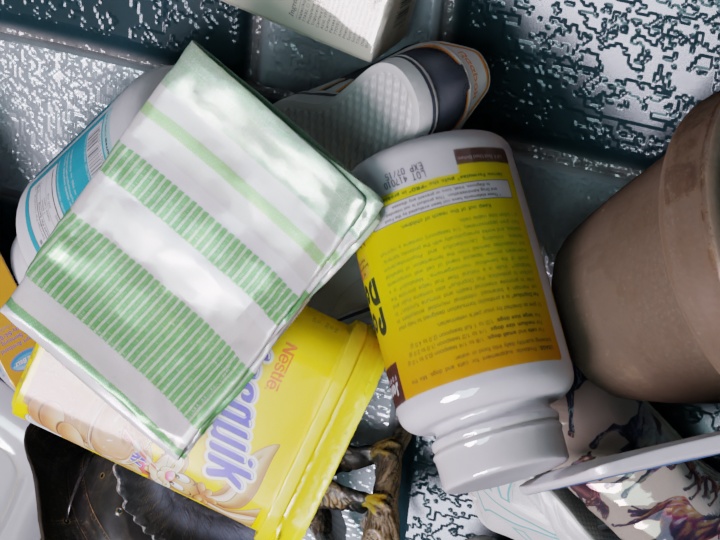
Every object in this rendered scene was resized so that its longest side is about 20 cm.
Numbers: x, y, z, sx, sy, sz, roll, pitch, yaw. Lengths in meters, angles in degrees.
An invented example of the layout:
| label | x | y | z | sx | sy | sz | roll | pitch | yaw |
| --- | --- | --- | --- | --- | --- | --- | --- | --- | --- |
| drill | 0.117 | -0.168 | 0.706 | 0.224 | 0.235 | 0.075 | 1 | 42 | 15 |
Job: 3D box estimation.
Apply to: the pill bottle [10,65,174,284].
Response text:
| label | x | y | z | sx | sy | sz | roll | pitch | yaw |
| --- | --- | --- | --- | --- | --- | --- | --- | --- | --- |
| pill bottle | -0.158 | -0.044 | 1.279 | 0.111 | 0.111 | 0.200 | 50 | 134 | -5 |

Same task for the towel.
| label | x | y | z | sx | sy | sz | roll | pitch | yaw |
| --- | --- | --- | --- | --- | --- | --- | --- | --- | --- |
| towel | -0.101 | -0.008 | 1.122 | 0.152 | 0.023 | 0.200 | 39 | 100 | 3 |

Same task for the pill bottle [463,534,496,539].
| label | x | y | z | sx | sy | sz | roll | pitch | yaw |
| --- | --- | --- | --- | --- | --- | --- | --- | --- | --- |
| pill bottle | 0.125 | 0.278 | 1.285 | 0.200 | 0.110 | 0.111 | 36 | 126 | 30 |

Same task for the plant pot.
| label | x | y | z | sx | sy | sz | roll | pitch | yaw |
| --- | --- | --- | --- | --- | --- | --- | --- | --- | --- |
| plant pot | 0.208 | 0.003 | 1.123 | 0.174 | 0.200 | 0.201 | -21 | 105 | 47 |

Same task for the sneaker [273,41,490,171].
| label | x | y | z | sx | sy | sz | roll | pitch | yaw |
| --- | --- | --- | --- | --- | --- | --- | --- | --- | --- |
| sneaker | 0.007 | -0.092 | 1.218 | 0.199 | 0.079 | 0.079 | -16 | 96 | 54 |

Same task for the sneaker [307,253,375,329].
| label | x | y | z | sx | sy | sz | roll | pitch | yaw |
| --- | --- | --- | --- | --- | --- | --- | --- | --- | --- |
| sneaker | 0.000 | 0.000 | 1.262 | 0.199 | 0.073 | 0.071 | -27 | 109 | 32 |

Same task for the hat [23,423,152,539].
| label | x | y | z | sx | sy | sz | roll | pitch | yaw |
| --- | --- | --- | --- | --- | --- | --- | --- | --- | --- |
| hat | -0.144 | 0.165 | 1.343 | 0.081 | 0.201 | 0.201 | -33 | 98 | 21 |

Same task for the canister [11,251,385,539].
| label | x | y | z | sx | sy | sz | roll | pitch | yaw |
| --- | --- | --- | --- | --- | --- | --- | --- | --- | --- |
| canister | -0.100 | 0.068 | 1.192 | 0.199 | 0.087 | 0.149 | 25 | 100 | -2 |

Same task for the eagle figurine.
| label | x | y | z | sx | sy | sz | roll | pitch | yaw |
| --- | --- | --- | --- | --- | --- | --- | --- | --- | --- |
| eagle figurine | -0.065 | 0.124 | 1.313 | 0.198 | 0.152 | 0.152 | 12 | 88 | -4 |

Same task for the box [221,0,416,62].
| label | x | y | z | sx | sy | sz | roll | pitch | yaw |
| --- | --- | --- | --- | --- | --- | --- | --- | --- | --- |
| box | -0.060 | -0.207 | 1.189 | 0.199 | 0.068 | 0.083 | 25 | 116 | 11 |

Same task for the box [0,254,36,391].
| label | x | y | z | sx | sy | sz | roll | pitch | yaw |
| --- | --- | --- | --- | --- | --- | --- | --- | --- | --- |
| box | -0.276 | 0.004 | 1.364 | 0.201 | 0.041 | 0.119 | 67 | 164 | -14 |

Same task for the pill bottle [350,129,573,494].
| label | x | y | z | sx | sy | sz | roll | pitch | yaw |
| --- | --- | --- | --- | --- | --- | --- | --- | --- | --- |
| pill bottle | 0.062 | 0.026 | 1.139 | 0.109 | 0.109 | 0.202 | -22 | 74 | 30 |

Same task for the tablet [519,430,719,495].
| label | x | y | z | sx | sy | sz | roll | pitch | yaw |
| --- | --- | --- | --- | --- | --- | --- | --- | --- | --- |
| tablet | 0.171 | 0.107 | 1.102 | 0.129 | 0.200 | 0.014 | -11 | 82 | -9 |

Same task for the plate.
| label | x | y | z | sx | sy | sz | roll | pitch | yaw |
| --- | --- | --- | --- | --- | --- | --- | --- | --- | --- |
| plate | -0.319 | 0.131 | 1.460 | 0.199 | 0.032 | 0.200 | 37 | 138 | 5 |

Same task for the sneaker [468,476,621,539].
| label | x | y | z | sx | sy | sz | roll | pitch | yaw |
| --- | --- | --- | --- | --- | --- | --- | --- | --- | --- |
| sneaker | 0.095 | 0.133 | 1.290 | 0.200 | 0.070 | 0.080 | 49 | 132 | -3 |

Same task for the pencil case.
| label | x | y | z | sx | sy | sz | roll | pitch | yaw |
| --- | --- | --- | --- | --- | --- | --- | --- | --- | --- |
| pencil case | 0.167 | 0.111 | 1.242 | 0.200 | 0.078 | 0.089 | 46 | 114 | -3 |
